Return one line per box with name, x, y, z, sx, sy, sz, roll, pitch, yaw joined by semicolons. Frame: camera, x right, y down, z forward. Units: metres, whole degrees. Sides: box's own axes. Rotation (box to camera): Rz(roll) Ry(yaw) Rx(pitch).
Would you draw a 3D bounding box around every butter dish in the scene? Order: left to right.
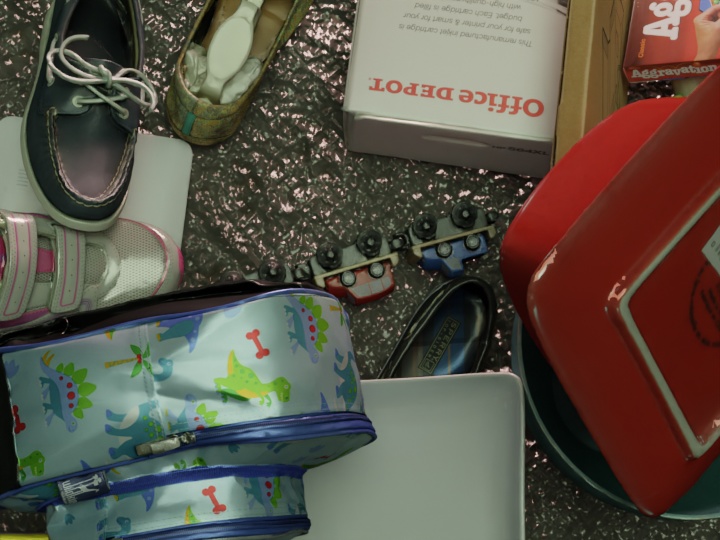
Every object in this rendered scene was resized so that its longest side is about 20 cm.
butter dish;0.151;-0.006;0.906;0.199;0.148;0.200;-45;128;-15

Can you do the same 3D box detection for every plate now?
plate;0.010;0.164;0.987;0.199;0.032;0.201;-4;84;23

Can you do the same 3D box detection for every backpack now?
backpack;-0.093;0.091;0.922;0.199;0.183;0.147;-15;80;6

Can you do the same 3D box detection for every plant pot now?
plant pot;0.181;0.062;1.029;0.199;0.135;0.201;2;75;-7

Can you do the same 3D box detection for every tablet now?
tablet;-0.183;0.003;1.057;0.130;0.014;0.201;7;76;-6

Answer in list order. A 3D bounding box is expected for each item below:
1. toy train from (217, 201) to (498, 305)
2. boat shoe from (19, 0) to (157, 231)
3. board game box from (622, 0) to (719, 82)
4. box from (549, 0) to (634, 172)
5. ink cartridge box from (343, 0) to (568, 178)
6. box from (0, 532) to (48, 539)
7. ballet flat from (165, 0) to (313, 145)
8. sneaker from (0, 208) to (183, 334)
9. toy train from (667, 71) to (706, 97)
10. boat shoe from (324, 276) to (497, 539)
toy train;0.000;0.000;1.072;0.199;0.034;0.046;-17;82;-11
boat shoe;-0.165;-0.116;1.029;0.075;0.062;0.200;17;49;-20
board game box;0.242;-0.215;1.116;0.103;0.019;0.201;-3;56;27
box;0.153;-0.123;1.062;0.021;0.163;0.201;2;74;17
ink cartridge box;0.071;-0.174;1.094;0.145;0.084;0.201;8;76;1
box;-0.263;0.253;0.939;0.175;0.097;0.201;2;75;-7
ballet flat;-0.071;-0.177;1.090;0.071;0.071;0.200;24;74;-1
sneaker;-0.206;0.004;1.000;0.199;0.088;0.082;-7;77;-10
toy train;0.278;-0.127;1.083;0.199;0.150;0.056;-17;100;-7
boat shoe;0.034;0.091;1.036;0.070;0.066;0.200;31;75;1
